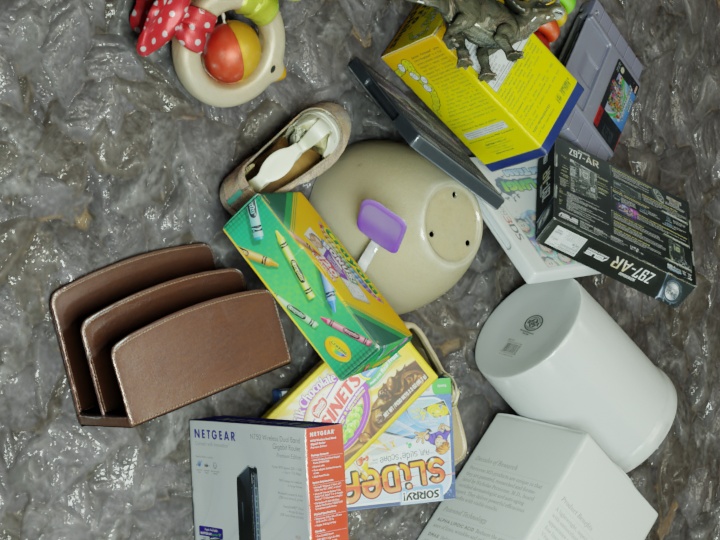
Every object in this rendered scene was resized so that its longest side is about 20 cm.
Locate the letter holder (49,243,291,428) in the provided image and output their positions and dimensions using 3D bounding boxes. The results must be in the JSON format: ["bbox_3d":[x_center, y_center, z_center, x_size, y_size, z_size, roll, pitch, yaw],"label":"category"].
[{"bbox_3d":[-0.187,0.054,1.512,0.199,0.100,0.144,-20,100,-39],"label":"letter holder"}]

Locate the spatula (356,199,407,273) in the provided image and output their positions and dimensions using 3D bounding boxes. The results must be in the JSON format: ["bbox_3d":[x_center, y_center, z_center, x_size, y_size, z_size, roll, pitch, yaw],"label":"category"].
[{"bbox_3d":[0.000,0.000,1.639,0.056,0.201,0.021,35,43,12],"label":"spatula"}]

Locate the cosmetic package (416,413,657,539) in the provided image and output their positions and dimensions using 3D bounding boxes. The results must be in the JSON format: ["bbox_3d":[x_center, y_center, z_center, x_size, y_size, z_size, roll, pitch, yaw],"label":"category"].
[{"bbox_3d":[0.204,0.302,1.785,0.165,0.164,0.201,48,67,-29],"label":"cosmetic package"}]

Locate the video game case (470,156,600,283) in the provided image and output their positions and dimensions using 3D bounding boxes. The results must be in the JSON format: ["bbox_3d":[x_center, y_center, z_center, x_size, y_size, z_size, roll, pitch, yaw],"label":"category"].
[{"bbox_3d":[0.225,-0.068,1.848,0.199,0.024,0.183,-7,54,-41],"label":"video game case"}]

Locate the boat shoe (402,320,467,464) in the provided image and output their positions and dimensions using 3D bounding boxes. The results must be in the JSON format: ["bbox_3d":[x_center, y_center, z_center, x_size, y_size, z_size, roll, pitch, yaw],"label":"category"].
[{"bbox_3d":[0.077,0.143,1.757,0.072,0.065,0.201,-40,114,-34],"label":"boat shoe"}]

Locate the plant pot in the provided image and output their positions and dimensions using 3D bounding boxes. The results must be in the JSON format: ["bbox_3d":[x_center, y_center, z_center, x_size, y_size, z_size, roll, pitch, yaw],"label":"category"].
[{"bbox_3d":[0.058,-0.049,1.702,0.199,0.134,0.203,2,87,-41],"label":"plant pot"}]

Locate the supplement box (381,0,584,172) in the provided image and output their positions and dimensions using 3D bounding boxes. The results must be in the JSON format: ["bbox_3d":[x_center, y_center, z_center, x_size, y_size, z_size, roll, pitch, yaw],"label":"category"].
[{"bbox_3d":[0.142,-0.227,1.777,0.200,0.109,0.109,44,62,-21],"label":"supplement box"}]

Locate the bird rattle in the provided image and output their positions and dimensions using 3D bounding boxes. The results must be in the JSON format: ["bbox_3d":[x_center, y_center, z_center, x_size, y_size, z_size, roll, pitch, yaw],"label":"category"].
[{"bbox_3d":[-0.139,-0.243,1.567,0.199,0.112,0.165,-32,125,-33],"label":"bird rattle"}]

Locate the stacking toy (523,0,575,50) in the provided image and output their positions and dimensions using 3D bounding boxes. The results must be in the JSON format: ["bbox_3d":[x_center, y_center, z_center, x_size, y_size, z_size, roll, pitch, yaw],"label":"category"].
[{"bbox_3d":[0.232,-0.335,1.905,0.085,0.085,0.202,33,75,-35],"label":"stacking toy"}]

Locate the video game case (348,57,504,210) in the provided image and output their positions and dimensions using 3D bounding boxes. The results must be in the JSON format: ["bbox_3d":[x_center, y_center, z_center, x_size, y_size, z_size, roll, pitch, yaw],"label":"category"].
[{"bbox_3d":[0.071,-0.152,1.692,0.142,0.200,0.019,33,104,-35],"label":"video game case"}]

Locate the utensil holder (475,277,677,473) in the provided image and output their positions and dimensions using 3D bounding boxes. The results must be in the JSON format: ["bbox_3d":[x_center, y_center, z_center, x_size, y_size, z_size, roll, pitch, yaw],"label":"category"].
[{"bbox_3d":[0.257,0.126,1.848,0.200,0.169,0.171,46,61,-27],"label":"utensil holder"}]

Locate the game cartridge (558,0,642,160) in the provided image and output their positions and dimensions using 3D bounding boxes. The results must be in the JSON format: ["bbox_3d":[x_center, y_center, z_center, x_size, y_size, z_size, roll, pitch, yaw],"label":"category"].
[{"bbox_3d":[0.298,-0.232,1.960,0.130,0.038,0.201,45,53,-26],"label":"game cartridge"}]

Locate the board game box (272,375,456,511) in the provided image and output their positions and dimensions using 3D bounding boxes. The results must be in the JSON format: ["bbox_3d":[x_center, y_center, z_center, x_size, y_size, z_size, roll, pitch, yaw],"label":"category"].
[{"bbox_3d":[0.005,0.190,1.674,0.198,0.034,0.137,-4,91,-21],"label":"board game box"}]

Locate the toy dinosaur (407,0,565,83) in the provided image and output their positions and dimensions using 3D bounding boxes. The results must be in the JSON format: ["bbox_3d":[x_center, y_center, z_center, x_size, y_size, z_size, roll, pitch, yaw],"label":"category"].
[{"bbox_3d":[0.124,-0.272,1.674,0.198,0.077,0.103,9,59,-21],"label":"toy dinosaur"}]

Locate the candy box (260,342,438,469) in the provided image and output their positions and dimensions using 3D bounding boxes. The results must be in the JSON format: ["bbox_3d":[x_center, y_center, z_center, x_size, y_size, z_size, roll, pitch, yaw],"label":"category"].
[{"bbox_3d":[-0.018,0.143,1.631,0.200,0.026,0.102,-43,99,-18],"label":"candy box"}]

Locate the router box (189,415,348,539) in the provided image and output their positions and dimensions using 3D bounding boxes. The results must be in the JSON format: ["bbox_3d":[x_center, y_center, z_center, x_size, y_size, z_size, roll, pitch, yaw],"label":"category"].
[{"bbox_3d":[-0.092,0.239,1.523,0.049,0.199,0.182,-3,89,-40],"label":"router box"}]

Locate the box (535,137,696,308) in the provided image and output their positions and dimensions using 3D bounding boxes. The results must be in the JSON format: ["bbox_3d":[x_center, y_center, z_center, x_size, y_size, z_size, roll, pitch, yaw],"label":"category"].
[{"bbox_3d":[0.306,-0.059,1.844,0.198,0.044,0.161,24,40,-14],"label":"box"}]

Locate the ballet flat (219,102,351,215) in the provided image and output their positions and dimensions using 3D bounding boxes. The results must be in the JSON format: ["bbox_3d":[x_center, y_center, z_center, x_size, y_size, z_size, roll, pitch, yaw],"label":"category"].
[{"bbox_3d":[-0.067,-0.125,1.633,0.068,0.067,0.200,45,58,-2],"label":"ballet flat"}]

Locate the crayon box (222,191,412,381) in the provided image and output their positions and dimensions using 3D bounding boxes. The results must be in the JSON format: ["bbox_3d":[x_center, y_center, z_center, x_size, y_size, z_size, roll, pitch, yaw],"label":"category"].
[{"bbox_3d":[-0.042,0.013,1.574,0.201,0.058,0.119,52,16,9],"label":"crayon box"}]
